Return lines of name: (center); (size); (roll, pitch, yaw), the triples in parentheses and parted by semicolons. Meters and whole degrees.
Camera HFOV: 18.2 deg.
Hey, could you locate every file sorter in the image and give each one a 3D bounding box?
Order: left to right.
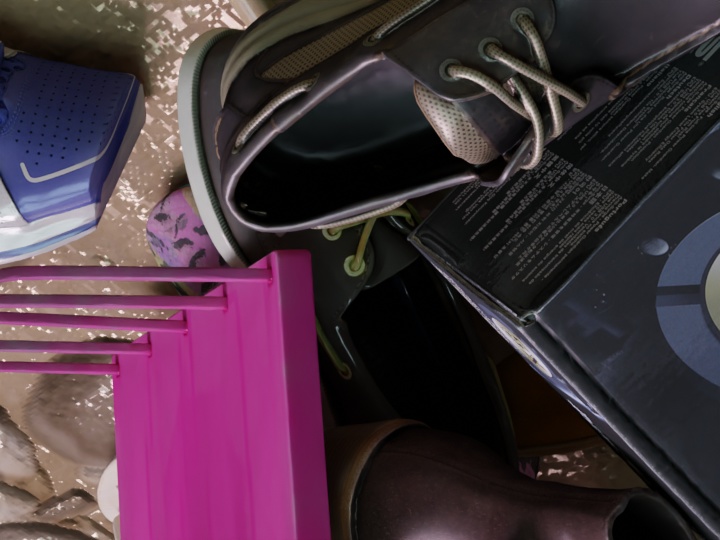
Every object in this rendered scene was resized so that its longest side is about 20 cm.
file sorter: (-0.104, 0.081, 0.793); (0.125, 0.139, 0.200); (1, 168, -22)

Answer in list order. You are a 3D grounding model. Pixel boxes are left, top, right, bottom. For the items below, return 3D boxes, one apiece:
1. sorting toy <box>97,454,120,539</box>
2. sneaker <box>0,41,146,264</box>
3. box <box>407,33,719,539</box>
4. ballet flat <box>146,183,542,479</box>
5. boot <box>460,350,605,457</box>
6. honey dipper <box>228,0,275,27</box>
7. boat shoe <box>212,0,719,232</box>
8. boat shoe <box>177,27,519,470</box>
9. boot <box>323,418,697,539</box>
sorting toy: (-0.042, 0.131, 0.899); (0.107, 0.200, 0.180); (-12, 146, -8)
sneaker: (-0.186, -0.069, 0.811); (0.199, 0.081, 0.115); (3, 137, 12)
box: (0.146, -0.019, 0.707); (0.200, 0.086, 0.164); (-45, 119, -2)
ballet flat: (-0.004, 0.043, 0.886); (0.200, 0.071, 0.069); (38, 129, -23)
boot: (0.093, -0.019, 0.815); (0.201, 0.071, 0.144); (-23, 120, 25)
honey dipper: (-0.048, -0.107, 0.741); (0.038, 0.038, 0.200); (-24, 111, 31)
boat shoe: (0.041, -0.057, 0.648); (0.200, 0.073, 0.074); (-24, 127, 33)
boat shoe: (0.000, 0.000, 0.814); (0.060, 0.072, 0.202); (-5, 117, 47)
boot: (0.064, 0.134, 0.775); (0.166, 0.072, 0.200); (8, 140, 45)
